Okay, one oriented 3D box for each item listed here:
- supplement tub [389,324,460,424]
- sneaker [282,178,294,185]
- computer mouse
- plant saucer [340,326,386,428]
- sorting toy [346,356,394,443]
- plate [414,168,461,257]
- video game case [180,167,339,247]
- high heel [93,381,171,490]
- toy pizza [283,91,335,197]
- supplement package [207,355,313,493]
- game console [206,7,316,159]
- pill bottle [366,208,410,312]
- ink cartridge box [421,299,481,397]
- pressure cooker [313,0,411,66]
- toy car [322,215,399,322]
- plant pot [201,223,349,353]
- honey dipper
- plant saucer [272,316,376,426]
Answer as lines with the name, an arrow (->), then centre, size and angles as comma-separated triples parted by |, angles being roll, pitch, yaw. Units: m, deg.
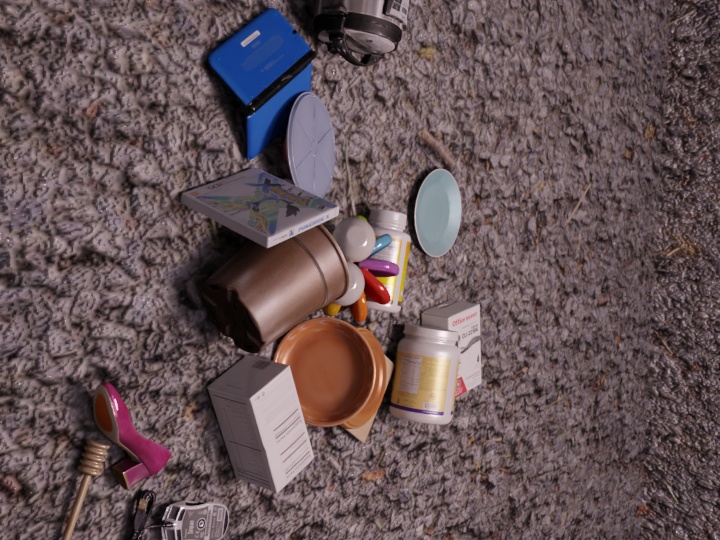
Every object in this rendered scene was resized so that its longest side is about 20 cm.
supplement tub -> 0.144, 0.228, 1.999 | 0.144, 0.144, 0.204 | 10, 87, -52
sneaker -> -0.113, -0.079, 1.677 | 0.080, 0.070, 0.202 | -52, 132, -38
computer mouse -> -0.307, 0.426, 1.521 | 0.198, 0.043, 0.112 | 16, 78, -47
plant saucer -> 0.000, 0.215, 1.801 | 0.199, 0.037, 0.204 | -4, 94, -59
sorting toy -> -0.007, 0.242, 1.899 | 0.200, 0.036, 0.187 | 50, 56, -49
plate -> 0.172, -0.133, 2.081 | 0.199, 0.025, 0.204 | -11, 104, -53
video game case -> -0.165, -0.110, 1.499 | 0.181, 0.198, 0.022 | -28, 136, -47
high heel -> -0.351, 0.242, 1.407 | 0.095, 0.067, 0.203 | -33, 124, -39
toy pizza -> -0.098, -0.227, 1.672 | 0.200, 0.031, 0.204 | 0, 90, -68
supplement package -> -0.176, 0.272, 1.610 | 0.109, 0.112, 0.203 | -37, 124, -42
game console -> -0.176, -0.331, 1.596 | 0.171, 0.118, 0.200 | 47, 53, -8
pill bottle -> 0.043, -0.020, 1.858 | 0.109, 0.108, 0.204 | 12, 86, -52
ink cartridge box -> 0.216, 0.185, 2.137 | 0.143, 0.083, 0.204 | -17, 108, -50
pressure cooker -> 0.001, -0.485, 1.682 | 0.173, 0.178, 0.204 | 9, 88, -18
toy car -> 0.000, 0.000, 1.728 | 0.175, 0.148, 0.203 | 136, -30, -77
plant pot -> -0.156, 0.023, 1.552 | 0.198, 0.199, 0.202 | -40, 126, -31
honey dipper -> -0.427, 0.357, 1.359 | 0.038, 0.038, 0.203 | 26, 78, -51
plant saucer -> -0.067, 0.190, 1.696 | 0.037, 0.197, 0.204 | 44, 56, -81
